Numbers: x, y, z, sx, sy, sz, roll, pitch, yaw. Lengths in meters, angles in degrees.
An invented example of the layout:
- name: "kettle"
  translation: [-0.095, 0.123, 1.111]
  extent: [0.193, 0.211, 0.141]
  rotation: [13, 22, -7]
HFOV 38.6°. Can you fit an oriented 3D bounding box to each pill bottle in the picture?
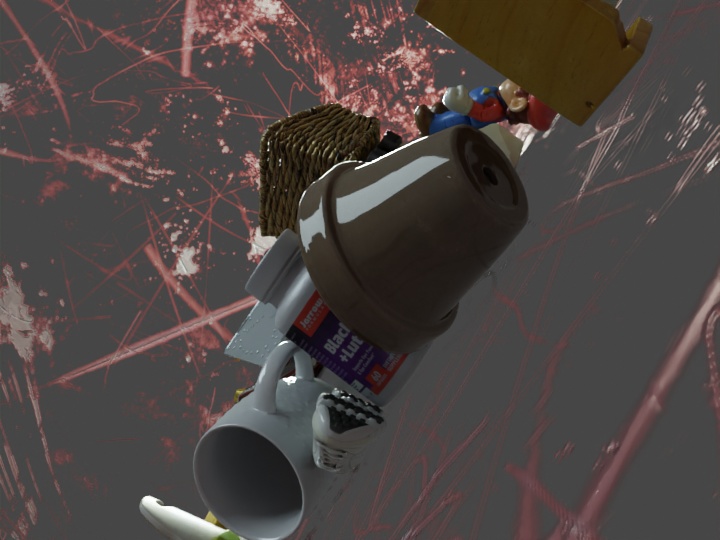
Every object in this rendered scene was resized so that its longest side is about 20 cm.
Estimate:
- name: "pill bottle"
  translation: [-0.023, 0.046, 1.120]
  extent: [0.112, 0.199, 0.111]
  rotation: [-54, 0, -1]

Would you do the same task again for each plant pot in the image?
- name: "plant pot"
  translation: [0.065, -0.047, 0.995]
  extent: [0.174, 0.201, 0.201]
  rotation: [-35, 12, 32]

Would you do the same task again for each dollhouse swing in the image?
- name: "dollhouse swing"
  translation: [0.185, -0.277, 0.992]
  extent: [0.177, 0.199, 0.182]
  rotation: [-56, 0, -26]

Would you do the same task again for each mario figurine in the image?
- name: "mario figurine"
  translation: [0.169, -0.227, 1.309]
  extent: [0.197, 0.107, 0.125]
  rotation: [-12, 41, 28]

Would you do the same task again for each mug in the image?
- name: "mug"
  translation: [-0.088, 0.180, 1.190]
  extent: [0.175, 0.145, 0.203]
  rotation: [-40, -44, -58]

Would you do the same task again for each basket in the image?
- name: "basket"
  translation: [-0.057, -0.143, 1.504]
  extent: [0.143, 0.147, 0.202]
  rotation: [-61, -19, -44]

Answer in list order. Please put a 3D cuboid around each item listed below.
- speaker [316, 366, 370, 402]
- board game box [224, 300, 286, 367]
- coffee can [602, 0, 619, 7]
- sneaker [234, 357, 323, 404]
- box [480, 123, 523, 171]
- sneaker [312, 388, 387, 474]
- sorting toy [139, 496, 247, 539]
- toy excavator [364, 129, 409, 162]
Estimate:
- name: "speaker"
  translation: [-0.060, 0.216, 1.366]
  extent: [0.202, 0.081, 0.081]
  rotation: [-57, 0, 9]
- name: "board game box"
  translation: [-0.091, 0.041, 1.359]
  extent: [0.201, 0.026, 0.199]
  rotation: [-56, 18, -13]
- name: "coffee can"
  translation: [0.288, -0.399, 1.405]
  extent: [0.201, 0.145, 0.147]
  rotation: [-57, 0, 28]
- name: "sneaker"
  translation: [-0.091, 0.119, 1.370]
  extent: [0.201, 0.082, 0.078]
  rotation: [-51, -13, -16]
- name: "box"
  translation: [0.163, -0.136, 1.414]
  extent: [0.096, 0.077, 0.200]
  rotation: [-57, 1, 26]
- name: "sneaker"
  translation: [-0.018, 0.172, 1.053]
  extent: [0.082, 0.074, 0.200]
  rotation: [-64, -7, -3]
- name: "sorting toy"
  translation: [-0.189, 0.330, 1.227]
  extent: [0.108, 0.179, 0.200]
  rotation: [-57, 1, -19]
- name: "toy excavator"
  translation: [0.046, -0.099, 1.507]
  extent: [0.202, 0.099, 0.195]
  rotation: [-65, -6, 34]
